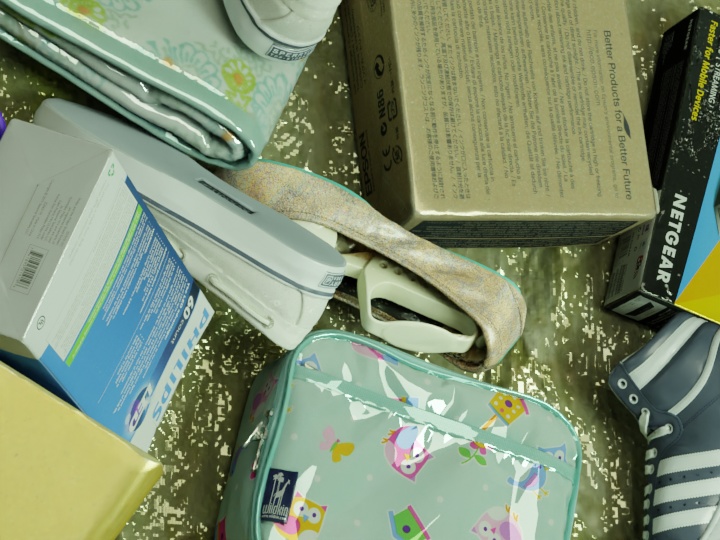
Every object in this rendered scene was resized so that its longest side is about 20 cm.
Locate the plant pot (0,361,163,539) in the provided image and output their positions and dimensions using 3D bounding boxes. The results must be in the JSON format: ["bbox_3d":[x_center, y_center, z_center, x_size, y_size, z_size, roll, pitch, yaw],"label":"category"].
[{"bbox_3d":[-0.244,0.135,1.173,0.194,0.195,0.200,33,74,-11],"label":"plant pot"}]

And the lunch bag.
[{"bbox_3d":[0.022,0.124,1.344,0.200,0.077,0.161,20,68,-16],"label":"lunch bag"}]

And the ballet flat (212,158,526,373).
[{"bbox_3d":[0.000,0.000,1.361,0.200,0.068,0.067,23,50,-1],"label":"ballet flat"}]

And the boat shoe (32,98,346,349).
[{"bbox_3d":[-0.109,-0.017,1.333,0.202,0.075,0.086,31,104,11],"label":"boat shoe"}]

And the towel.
[{"bbox_3d":[-0.117,-0.167,1.368,0.200,0.048,0.171,32,51,-11],"label":"towel"}]

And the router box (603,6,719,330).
[{"bbox_3d":[0.245,-0.045,1.502,0.149,0.051,0.200,22,67,-17],"label":"router box"}]

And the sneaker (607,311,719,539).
[{"bbox_3d":[0.184,0.122,1.420,0.108,0.070,0.200,26,92,22],"label":"sneaker"}]

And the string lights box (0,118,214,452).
[{"bbox_3d":[-0.139,0.019,1.192,0.059,0.200,0.103,18,71,18],"label":"string lights box"}]

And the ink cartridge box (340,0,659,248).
[{"bbox_3d":[0.080,-0.117,1.442,0.164,0.075,0.201,1,74,-24],"label":"ink cartridge box"}]

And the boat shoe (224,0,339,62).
[{"bbox_3d":[-0.059,-0.223,1.346,0.074,0.086,0.202,-3,62,-35],"label":"boat shoe"}]

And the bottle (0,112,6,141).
[{"bbox_3d":[-0.237,-0.037,1.214,0.083,0.200,0.065,0,75,-22],"label":"bottle"}]
